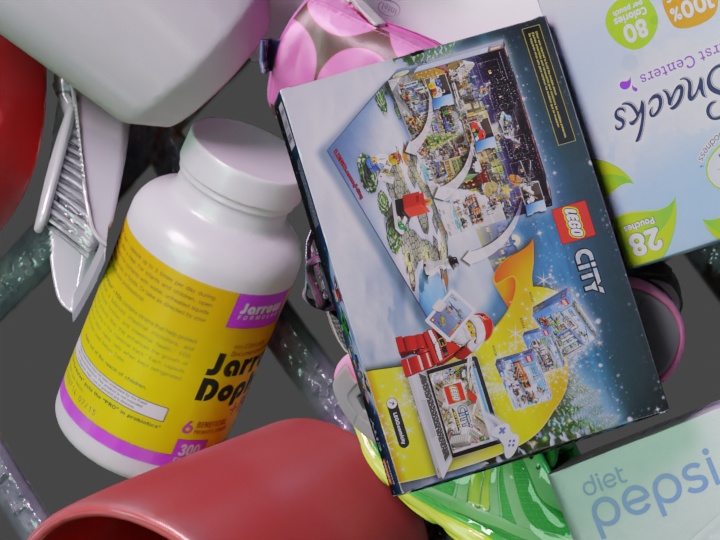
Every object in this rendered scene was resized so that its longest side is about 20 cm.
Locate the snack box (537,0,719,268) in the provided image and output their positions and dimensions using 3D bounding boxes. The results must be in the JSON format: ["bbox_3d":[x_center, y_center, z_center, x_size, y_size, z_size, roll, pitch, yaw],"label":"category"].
[{"bbox_3d":[0.177,-0.121,1.032,0.168,0.068,0.201,-21,88,36],"label":"snack box"}]

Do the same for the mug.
[{"bbox_3d":[-0.127,-0.170,1.195,0.153,0.187,0.149,44,120,-15],"label":"mug"}]

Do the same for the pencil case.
[{"bbox_3d":[0.048,-0.081,1.137,0.199,0.091,0.094,26,121,16],"label":"pencil case"}]

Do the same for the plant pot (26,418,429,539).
[{"bbox_3d":[-0.066,0.181,1.204,0.200,0.177,0.201,16,120,30],"label":"plant pot"}]

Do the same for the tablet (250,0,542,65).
[{"bbox_3d":[0.018,-0.142,1.206,0.200,0.014,0.131,32,114,25],"label":"tablet"}]

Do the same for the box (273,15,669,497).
[{"bbox_3d":[0.052,-0.007,1.045,0.136,0.038,0.201,-16,85,-9],"label":"box"}]

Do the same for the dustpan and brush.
[{"bbox_3d":[-0.170,-0.086,1.298,0.140,0.057,0.201,131,150,-67],"label":"dustpan and brush"}]

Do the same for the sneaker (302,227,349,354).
[{"bbox_3d":[0.000,0.000,1.158,0.080,0.075,0.200,31,158,12],"label":"sneaker"}]

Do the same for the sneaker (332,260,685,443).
[{"bbox_3d":[0.082,0.040,1.148,0.199,0.095,0.079,-15,109,24],"label":"sneaker"}]

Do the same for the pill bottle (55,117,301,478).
[{"bbox_3d":[-0.098,0.017,1.254,0.104,0.104,0.201,35,116,23],"label":"pill bottle"}]

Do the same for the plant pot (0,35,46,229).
[{"bbox_3d":[-0.310,-0.112,1.295,0.200,0.182,0.202,-1,89,47],"label":"plant pot"}]

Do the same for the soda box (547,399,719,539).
[{"bbox_3d":[0.198,0.093,1.074,0.199,0.063,0.069,-23,86,19],"label":"soda box"}]

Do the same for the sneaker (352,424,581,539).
[{"bbox_3d":[0.078,0.115,1.187,0.200,0.074,0.084,38,99,19],"label":"sneaker"}]
